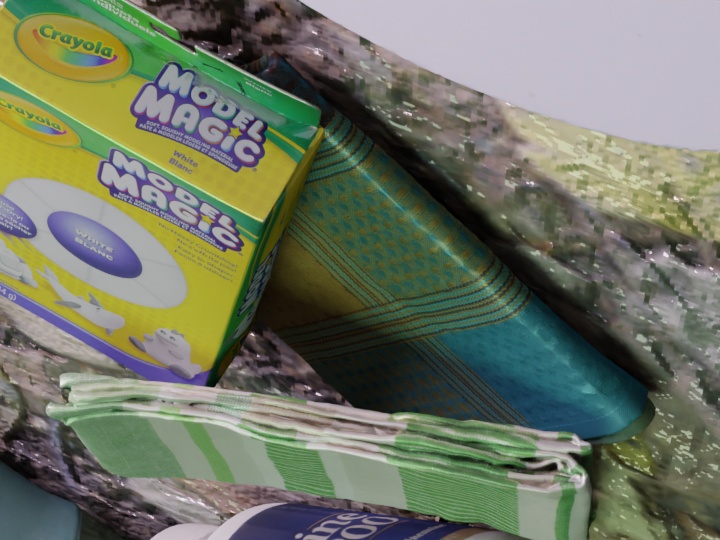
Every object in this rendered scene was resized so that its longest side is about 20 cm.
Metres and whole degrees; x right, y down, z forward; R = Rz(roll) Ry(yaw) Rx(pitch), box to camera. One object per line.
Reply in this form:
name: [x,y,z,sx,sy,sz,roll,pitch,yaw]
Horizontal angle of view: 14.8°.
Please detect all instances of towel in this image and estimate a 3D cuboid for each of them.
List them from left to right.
towel: [-0.010,0.075,1.058,0.200,0.023,0.153,7,166,7]
towel: [0.000,0.000,1.009,0.200,0.022,0.147,43,151,-23]

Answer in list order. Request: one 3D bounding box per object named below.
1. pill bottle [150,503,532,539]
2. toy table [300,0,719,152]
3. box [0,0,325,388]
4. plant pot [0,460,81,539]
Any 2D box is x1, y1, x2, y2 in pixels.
pill bottle: [-0.010,0.159,1.194,0.200,0.111,0.111,2,143,43]
toy table: [0.040,-0.124,0.638,0.200,0.117,0.184,31,154,0]
box: [-0.082,-0.030,0.970,0.117,0.048,0.200,29,152,3]
plant pot: [-0.242,0.150,1.350,0.188,0.200,0.200,18,155,-9]
